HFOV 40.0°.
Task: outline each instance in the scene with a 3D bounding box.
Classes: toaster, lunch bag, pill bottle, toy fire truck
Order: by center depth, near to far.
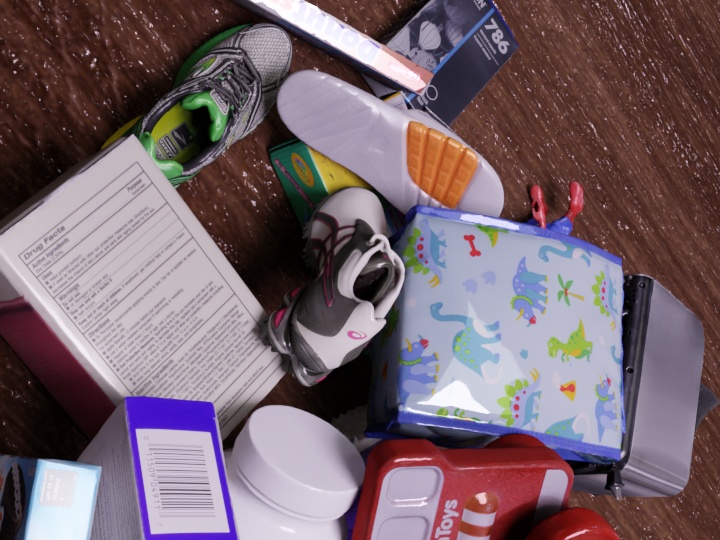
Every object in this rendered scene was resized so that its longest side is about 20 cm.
[{"bbox_3d":[0.065,0.202,0.662,0.167,0.112,0.201,4,113,-20],"label":"toy fire truck"},{"bbox_3d":[-0.078,0.194,0.664,0.112,0.112,0.200,14,115,-34],"label":"pill bottle"},{"bbox_3d":[0.113,0.056,0.775,0.199,0.127,0.171,8,74,-11],"label":"lunch bag"},{"bbox_3d":[0.201,0.112,0.896,0.118,0.180,0.201,26,68,-36],"label":"toaster"}]

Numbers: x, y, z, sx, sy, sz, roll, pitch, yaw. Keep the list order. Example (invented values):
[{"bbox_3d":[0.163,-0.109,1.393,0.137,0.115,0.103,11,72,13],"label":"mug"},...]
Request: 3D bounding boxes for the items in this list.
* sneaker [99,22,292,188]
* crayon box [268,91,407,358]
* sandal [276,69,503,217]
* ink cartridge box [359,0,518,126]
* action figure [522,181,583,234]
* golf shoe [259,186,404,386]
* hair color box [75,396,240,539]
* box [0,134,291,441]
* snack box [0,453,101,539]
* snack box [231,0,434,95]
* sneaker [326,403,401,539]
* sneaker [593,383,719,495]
[{"bbox_3d":[-0.111,-0.123,0.760,0.078,0.085,0.200,49,58,-21],"label":"sneaker"},{"bbox_3d":[0.017,-0.039,0.860,0.119,0.058,0.201,-31,102,-35],"label":"crayon box"},{"bbox_3d":[0.030,-0.105,0.798,0.206,0.079,0.059,33,31,-14],"label":"sandal"},{"bbox_3d":[0.087,-0.217,0.950,0.100,0.039,0.200,51,57,-19],"label":"ink cartridge box"},{"bbox_3d":[0.151,-0.045,0.919,0.200,0.065,0.099,-56,131,-48],"label":"action figure"},{"bbox_3d":[0.000,0.000,0.728,0.077,0.088,0.200,48,35,-25],"label":"golf shoe"},{"bbox_3d":[-0.148,0.175,0.603,0.065,0.200,0.110,11,48,-36],"label":"hair color box"},{"bbox_3d":[-0.163,0.030,0.685,0.128,0.109,0.200,-45,110,-32],"label":"box"},{"bbox_3d":[-0.204,0.167,0.577,0.037,0.200,0.117,13,75,-28],"label":"snack box"},{"bbox_3d":[-0.037,-0.200,0.813,0.199,0.072,0.024,25,94,-21],"label":"snack box"},{"bbox_3d":[-0.015,0.187,0.803,0.200,0.069,0.100,-33,107,-29],"label":"sneaker"},{"bbox_3d":[0.307,0.178,1.044,0.104,0.060,0.200,47,56,-16],"label":"sneaker"}]
